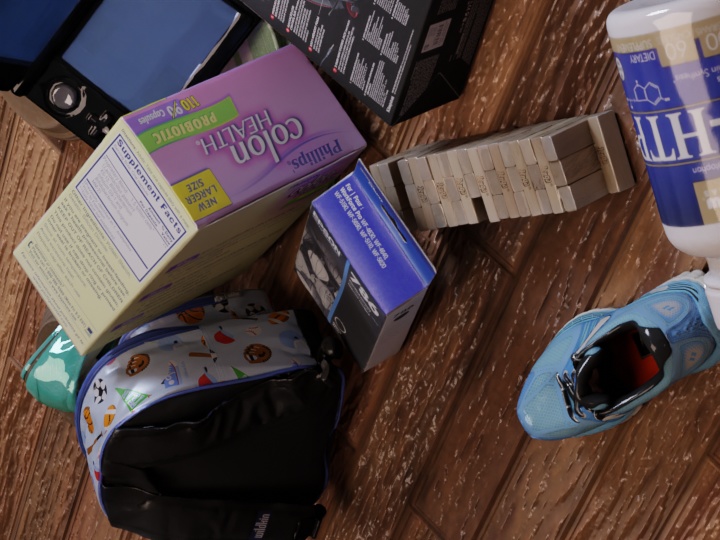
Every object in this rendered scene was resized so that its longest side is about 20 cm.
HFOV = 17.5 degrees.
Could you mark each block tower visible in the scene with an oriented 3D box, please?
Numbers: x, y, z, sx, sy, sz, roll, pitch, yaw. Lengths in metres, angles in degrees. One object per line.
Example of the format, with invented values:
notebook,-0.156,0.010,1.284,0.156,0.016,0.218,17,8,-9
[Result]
block tower,0.089,-0.063,1.576,0.200,0.058,0.054,-8,103,48

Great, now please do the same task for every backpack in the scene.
backpack,-0.121,0.111,1.781,0.154,0.190,0.200,53,146,43

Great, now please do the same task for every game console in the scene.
game console,-0.182,-0.176,1.664,0.176,0.116,0.200,38,111,-7

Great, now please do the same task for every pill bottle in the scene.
pill bottle,0.226,-0.072,1.373,0.120,0.120,0.200,-7,103,49

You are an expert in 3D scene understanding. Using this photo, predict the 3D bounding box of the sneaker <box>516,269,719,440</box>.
sneaker,0.158,0.063,1.536,0.078,0.090,0.200,59,140,7

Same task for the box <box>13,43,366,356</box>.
box,-0.125,-0.051,1.690,0.097,0.176,0.200,56,139,7

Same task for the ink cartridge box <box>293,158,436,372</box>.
ink cartridge box,0.000,0.000,1.655,0.100,0.039,0.200,56,164,12

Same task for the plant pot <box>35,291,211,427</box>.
plant pot,-0.203,0.070,1.930,0.201,0.093,0.201,22,123,39

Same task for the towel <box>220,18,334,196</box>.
towel,-0.108,-0.120,1.788,0.200,0.023,0.153,-5,106,47

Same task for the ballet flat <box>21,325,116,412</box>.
ballet flat,-0.186,0.028,1.835,0.070,0.067,0.200,35,94,11

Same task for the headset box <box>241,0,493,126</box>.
headset box,-0.004,-0.219,1.583,0.200,0.075,0.149,41,134,26

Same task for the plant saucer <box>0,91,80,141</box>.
plant saucer,-0.263,-0.199,1.890,0.200,0.029,0.201,31,131,44
